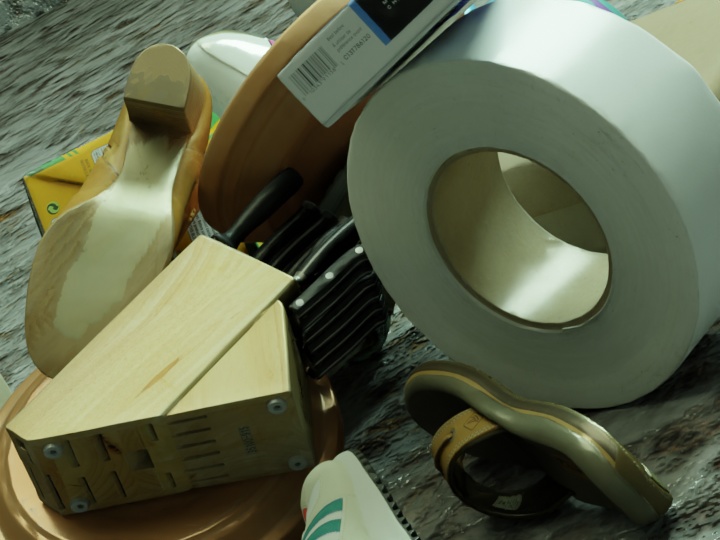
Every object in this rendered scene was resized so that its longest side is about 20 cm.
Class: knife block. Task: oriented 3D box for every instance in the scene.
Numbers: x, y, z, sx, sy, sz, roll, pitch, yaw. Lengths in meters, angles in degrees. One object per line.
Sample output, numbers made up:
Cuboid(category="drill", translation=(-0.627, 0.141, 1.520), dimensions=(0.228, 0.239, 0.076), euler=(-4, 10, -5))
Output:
Cuboid(category="knife block", translation=(-0.081, 0.028, 1.185), dimensions=(0.199, 0.064, 0.176), euler=(-12, 45, 4))

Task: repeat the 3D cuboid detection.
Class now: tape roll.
Cuboid(category="tape roll", translation=(0.094, -0.031, 1.112), dimensions=(0.202, 0.203, 0.071), euler=(-12, 24, 44))

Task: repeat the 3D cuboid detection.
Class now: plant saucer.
Cuboid(category="plant saucer", translation=(-0.008, -0.089, 1.276), dimensions=(0.200, 0.037, 0.200), euler=(-40, -22, -19))
Cuboid(category="plant saucer", translation=(-0.109, 0.094, 1.196), dimensions=(0.199, 0.032, 0.201), euler=(-7, 46, 7))

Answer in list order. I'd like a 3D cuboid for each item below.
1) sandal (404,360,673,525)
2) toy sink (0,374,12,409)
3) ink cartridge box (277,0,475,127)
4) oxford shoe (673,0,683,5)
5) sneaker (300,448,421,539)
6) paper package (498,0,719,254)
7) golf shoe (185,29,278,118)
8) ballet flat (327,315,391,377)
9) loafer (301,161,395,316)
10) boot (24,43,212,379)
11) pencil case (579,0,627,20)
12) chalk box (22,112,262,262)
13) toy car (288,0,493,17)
Cuboid(category="sandal", translation=(0.070, 0.089, 1.042), dimensions=(0.054, 0.080, 0.200), euler=(-54, 26, -8))
Cuboid(category="toy sink", translation=(-0.279, 0.098, 1.343), dimensions=(0.130, 0.200, 0.112), euler=(-13, 23, 45))
Cuboid(category="ink cartridge box", translation=(0.024, -0.130, 1.113), dimensions=(0.099, 0.039, 0.200), euler=(-44, 0, 16))
Cuboid(category="oxford shoe", translation=(0.216, -0.149, 1.471), dimensions=(0.200, 0.073, 0.071), euler=(-38, 19, -25))
Cuboid(category="sneaker", translation=(-0.018, 0.144, 1.004), dimensions=(0.093, 0.071, 0.200), euler=(-25, 19, -7))
Cuboid(category="paper package", translation=(0.160, -0.065, 1.269), dimensions=(0.190, 0.104, 0.200), euler=(-17, 21, 35))
Cuboid(category="golf shoe", translation=(-0.035, -0.093, 1.501), dimensions=(0.073, 0.200, 0.092), euler=(-55, -2, 16))
Cuboid(category="ballet flat", translation=(-0.070, 0.060, 1.354), dimensions=(0.200, 0.074, 0.074), euler=(-30, 16, 8))
Cuboid(category="loafer", translation=(0.000, 0.000, 1.292), dimensions=(0.200, 0.070, 0.075), euler=(-53, -20, 1))
Cuboid(category="boot", translation=(-0.125, -0.019, 1.258), dimensions=(0.144, 0.071, 0.202), euler=(84, -157, -75))
Cuboid(category="pencil case", translation=(0.109, -0.110, 1.511), dimensions=(0.092, 0.085, 0.200), euler=(17, 40, 27))
Cuboid(category="chalk box", translation=(-0.109, -0.007, 1.436), dimensions=(0.124, 0.125, 0.200), euler=(-25, -18, 8))
Cuboid(category="toy car", translation=(0.006, -0.206, 1.761), dimensions=(0.184, 0.200, 0.177), euler=(-34, 17, -16))
